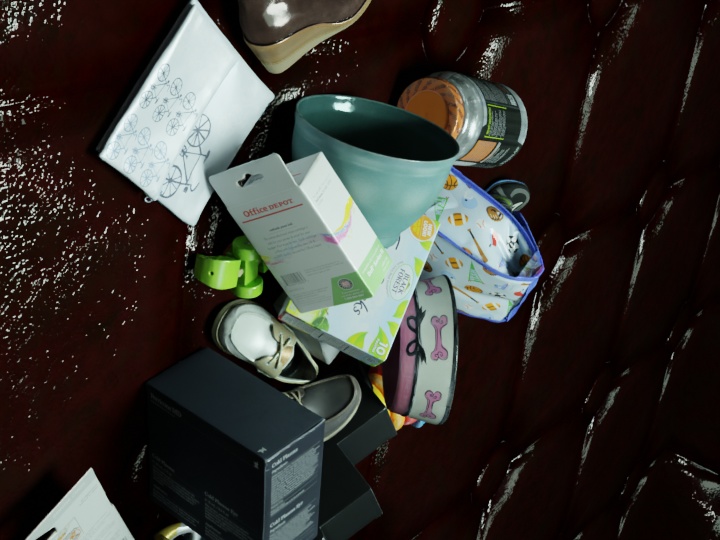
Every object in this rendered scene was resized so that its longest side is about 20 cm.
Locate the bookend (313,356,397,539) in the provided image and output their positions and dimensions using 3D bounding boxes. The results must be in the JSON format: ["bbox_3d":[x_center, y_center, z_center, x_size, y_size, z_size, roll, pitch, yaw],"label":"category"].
[{"bbox_3d":[-0.021,0.250,1.580,0.199,0.199,0.092,-36,143,-11],"label":"bookend"}]

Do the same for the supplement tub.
[{"bbox_3d":[0.137,-0.205,1.627,0.199,0.122,0.124,-2,113,-58],"label":"supplement tub"}]

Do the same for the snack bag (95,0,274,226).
[{"bbox_3d":[-0.177,-0.155,1.255,0.190,0.021,0.200,-60,151,-10],"label":"snack bag"}]

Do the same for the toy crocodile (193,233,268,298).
[{"bbox_3d":[-0.119,-0.026,1.417,0.200,0.061,0.068,-36,140,-48],"label":"toy crocodile"}]

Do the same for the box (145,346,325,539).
[{"bbox_3d":[-0.149,0.224,1.402,0.104,0.199,0.184,-31,137,-42],"label":"box"}]

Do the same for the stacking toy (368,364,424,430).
[{"bbox_3d":[0.001,0.211,1.759,0.199,0.109,0.117,-28,138,-32],"label":"stacking toy"}]

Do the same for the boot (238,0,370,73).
[{"bbox_3d":[-0.058,-0.323,1.269,0.200,0.072,0.167,-49,149,-20],"label":"boot"}]

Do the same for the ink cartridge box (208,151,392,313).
[{"bbox_3d":[-0.066,-0.055,1.329,0.201,0.116,0.068,56,42,-24],"label":"ink cartridge box"}]

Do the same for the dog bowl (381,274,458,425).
[{"bbox_3d":[0.075,0.105,1.588,0.200,0.073,0.203,-178,-90,-82],"label":"dog bowl"}]

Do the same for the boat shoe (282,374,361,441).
[{"bbox_3d":[-0.090,0.192,1.524,0.199,0.075,0.073,-30,156,0],"label":"boat shoe"}]

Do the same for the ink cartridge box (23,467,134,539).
[{"bbox_3d":[-0.350,0.326,1.310,0.200,0.044,0.177,-49,148,-28],"label":"ink cartridge box"}]

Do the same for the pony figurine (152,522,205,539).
[{"bbox_3d":[-0.201,0.411,1.536,0.199,0.166,0.195,8,98,-44],"label":"pony figurine"}]

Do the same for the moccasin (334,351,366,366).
[{"bbox_3d":[0.028,0.070,1.709,0.201,0.073,0.078,-36,126,-35],"label":"moccasin"}]

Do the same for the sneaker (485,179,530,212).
[{"bbox_3d":[0.212,-0.085,1.879,0.199,0.082,0.071,-29,135,-47],"label":"sneaker"}]

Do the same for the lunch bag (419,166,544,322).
[{"bbox_3d":[0.154,-0.024,1.664,0.124,0.199,0.170,-48,171,-24],"label":"lunch bag"}]

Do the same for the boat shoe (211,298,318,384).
[{"bbox_3d":[-0.113,0.093,1.496,0.075,0.068,0.200,-62,151,-5],"label":"boat shoe"}]

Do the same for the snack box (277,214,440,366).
[{"bbox_3d":[0.000,0.000,1.499,0.202,0.141,0.053,-67,-170,-21],"label":"snack box"}]

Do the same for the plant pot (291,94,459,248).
[{"bbox_3d":[0.004,-0.109,1.411,0.199,0.199,0.135,-18,131,-52],"label":"plant pot"}]

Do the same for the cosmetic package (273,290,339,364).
[{"bbox_3d":[-0.021,0.011,1.583,0.201,0.071,0.102,-52,149,-22],"label":"cosmetic package"}]
